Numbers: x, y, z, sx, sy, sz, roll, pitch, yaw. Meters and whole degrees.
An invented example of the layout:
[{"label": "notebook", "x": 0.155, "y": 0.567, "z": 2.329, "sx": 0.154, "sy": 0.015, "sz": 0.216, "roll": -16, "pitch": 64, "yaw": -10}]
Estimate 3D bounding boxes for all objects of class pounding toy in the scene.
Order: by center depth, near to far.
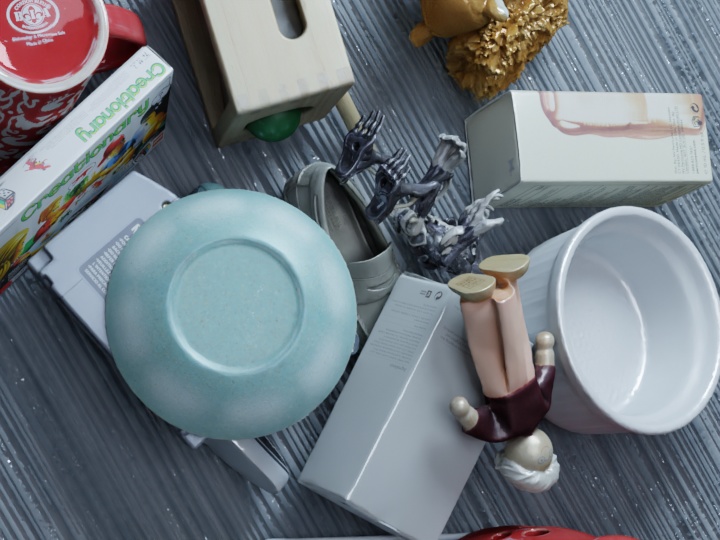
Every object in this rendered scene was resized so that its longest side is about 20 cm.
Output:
[{"label": "pounding toy", "x": -0.064, "y": -0.184, "z": 1.489, "sx": 0.142, "sy": 0.184, "sz": 0.201, "roll": -17, "pitch": 87, "yaw": -12}]

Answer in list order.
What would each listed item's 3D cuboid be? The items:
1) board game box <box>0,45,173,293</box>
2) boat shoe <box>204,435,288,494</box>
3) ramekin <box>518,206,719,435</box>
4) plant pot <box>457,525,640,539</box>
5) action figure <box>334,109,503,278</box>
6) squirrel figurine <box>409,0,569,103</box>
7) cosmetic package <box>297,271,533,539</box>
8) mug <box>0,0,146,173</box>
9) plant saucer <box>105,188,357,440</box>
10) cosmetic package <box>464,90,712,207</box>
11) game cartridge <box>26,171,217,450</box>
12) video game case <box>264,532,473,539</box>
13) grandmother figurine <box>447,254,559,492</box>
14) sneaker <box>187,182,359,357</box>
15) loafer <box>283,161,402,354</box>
[{"label": "board game box", "x": -0.230, "y": -0.079, "z": 1.417, "sx": 0.035, "sy": 0.126, "sz": 0.200, "roll": 40, "pitch": 68, "yaw": 7}, {"label": "boat shoe", "x": -0.119, "y": 0.095, "z": 1.469, "sx": 0.200, "sy": 0.072, "sz": 0.068, "roll": 47, "pitch": 69, "yaw": -1}, {"label": "ramekin", "x": 0.219, "y": 0.051, "z": 1.580, "sx": 0.200, "sy": 0.098, "sz": 0.202, "roll": 9, "pitch": 74, "yaw": -33}, {"label": "plant pot", "x": 0.166, "y": 0.310, "z": 1.470, "sx": 0.200, "sy": 0.182, "sz": 0.202, "roll": 6, "pitch": 79, "yaw": -31}, {"label": "action figure", "x": 0.069, "y": -0.055, "z": 1.514, "sx": 0.102, "sy": 0.119, "sz": 0.200, "roll": -45, "pitch": 140, "yaw": 7}, {"label": "squirrel figurine", "x": 0.114, "y": -0.247, "z": 1.565, "sx": 0.201, "sy": 0.141, "sz": 0.187, "roll": 64, "pitch": 29, "yaw": -30}, {"label": "cosmetic package", "x": 0.047, "y": 0.119, "z": 1.495, "sx": 0.113, "sy": 0.081, "sz": 0.201, "roll": 36, "pitch": 78, "yaw": -34}, {"label": "mug", "x": -0.257, "y": -0.177, "z": 1.382, "sx": 0.133, "sy": 0.200, "sz": 0.178, "roll": 45, "pitch": 68, "yaw": -8}, {"label": "plant saucer", "x": -0.098, "y": 0.030, "z": 1.391, "sx": 0.200, "sy": 0.039, "sz": 0.202, "roll": 2, "pitch": 78, "yaw": -9}, {"label": "cosmetic package", "x": 0.206, "y": -0.109, "z": 1.619, "sx": 0.199, "sy": 0.103, "sz": 0.088, "roll": -2, "pitch": 80, "yaw": -24}, {"label": "game cartridge", "x": -0.151, "y": 0.026, "z": 1.420, "sx": 0.133, "sy": 0.042, "sz": 0.200, "roll": -41, "pitch": 88, "yaw": -18}, {"label": "video game case", "x": 0.015, "y": 0.317, "z": 1.509, "sx": 0.199, "sy": 0.023, "sz": 0.183, "roll": 2, "pitch": 81, "yaw": -23}, {"label": "grandmother figurine", "x": 0.122, "y": 0.094, "z": 1.459, "sx": 0.121, "sy": 0.060, "sz": 0.201, "roll": -26, "pitch": 114, "yaw": -23}, {"label": "sneaker", "x": -0.073, "y": 0.000, "z": 1.498, "sx": 0.200, "sy": 0.078, "sz": 0.087, "roll": 37, "pitch": 66, "yaw": -13}, {"label": "loafer", "x": 0.000, "y": 0.000, "z": 1.528, "sx": 0.070, "sy": 0.070, "sz": 0.201, "roll": -34, "pitch": 99, "yaw": -27}]
